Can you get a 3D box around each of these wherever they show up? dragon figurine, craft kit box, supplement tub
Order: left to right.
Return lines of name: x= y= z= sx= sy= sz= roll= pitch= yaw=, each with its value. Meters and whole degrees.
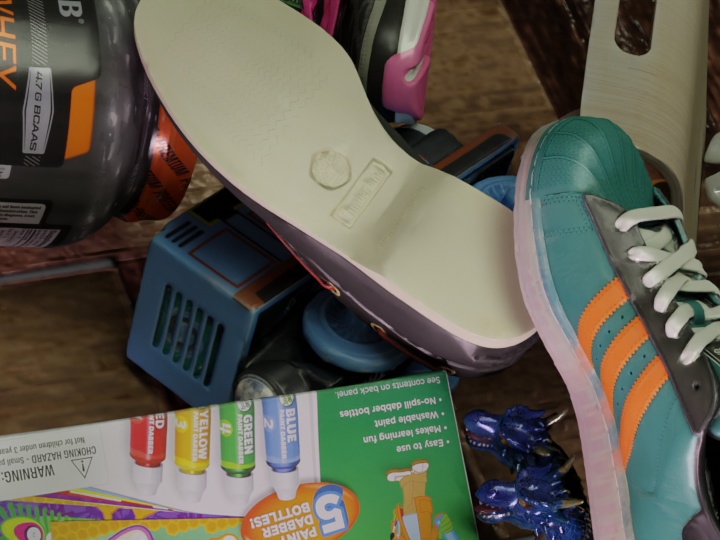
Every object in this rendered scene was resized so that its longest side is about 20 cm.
supplement tub: x=-0.171 y=-0.071 z=1.150 sx=0.200 sy=0.123 sz=0.123 roll=1 pitch=56 yaw=-23
craft kit box: x=-0.043 y=0.147 z=1.057 sx=0.200 sy=0.049 sz=0.198 roll=-8 pitch=85 yaw=-28
dragon figurine: x=0.121 y=0.115 z=1.121 sx=0.200 sy=0.099 sz=0.059 roll=21 pitch=57 yaw=-8

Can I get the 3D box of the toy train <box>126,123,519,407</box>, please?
toy train: x=0.000 y=0.000 z=1.199 sx=0.114 sy=0.087 sz=0.200 roll=37 pitch=45 yaw=20

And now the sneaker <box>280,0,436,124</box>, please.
sneaker: x=-0.019 y=-0.125 z=1.272 sx=0.087 sy=0.074 sz=0.200 roll=1 pitch=33 yaw=-12

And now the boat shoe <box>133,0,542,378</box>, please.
boat shoe: x=-0.011 y=-0.034 z=1.115 sx=0.201 sy=0.063 sz=0.074 roll=41 pitch=68 yaw=7

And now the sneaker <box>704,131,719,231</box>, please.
sneaker: x=0.215 y=0.017 z=1.226 sx=0.075 sy=0.081 sz=0.200 roll=-19 pitch=83 yaw=-35

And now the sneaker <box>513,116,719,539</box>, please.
sneaker: x=0.117 y=0.033 z=1.053 sx=0.071 sy=0.080 sz=0.200 roll=-7 pitch=79 yaw=-45

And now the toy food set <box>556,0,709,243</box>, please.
toy food set: x=0.111 y=-0.041 z=1.212 sx=0.060 sy=0.200 sz=0.144 roll=4 pitch=50 yaw=8
